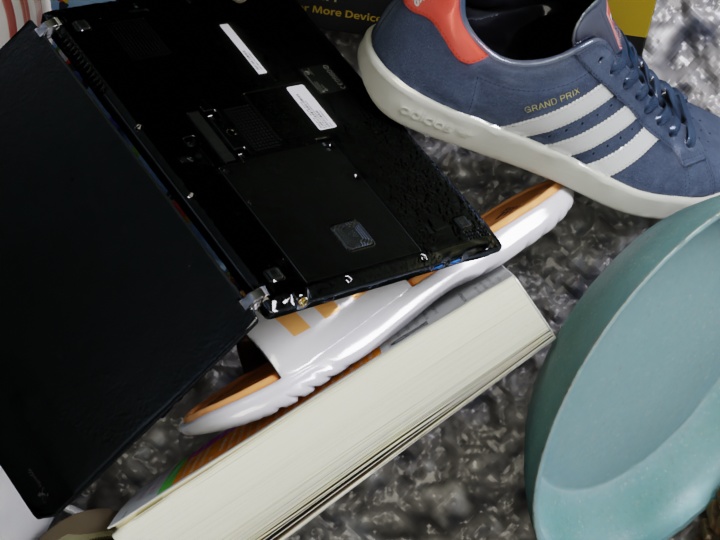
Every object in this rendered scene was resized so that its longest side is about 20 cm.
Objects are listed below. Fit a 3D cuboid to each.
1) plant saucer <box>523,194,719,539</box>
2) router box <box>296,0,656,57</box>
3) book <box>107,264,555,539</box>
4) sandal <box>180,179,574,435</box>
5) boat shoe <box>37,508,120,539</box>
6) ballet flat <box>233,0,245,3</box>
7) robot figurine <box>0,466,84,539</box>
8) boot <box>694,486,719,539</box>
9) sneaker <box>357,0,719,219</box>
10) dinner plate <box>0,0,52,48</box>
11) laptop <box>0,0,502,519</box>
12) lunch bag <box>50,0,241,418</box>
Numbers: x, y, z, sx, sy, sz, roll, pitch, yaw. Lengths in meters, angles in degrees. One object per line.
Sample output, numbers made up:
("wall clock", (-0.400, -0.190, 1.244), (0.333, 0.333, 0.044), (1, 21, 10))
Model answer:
("plant saucer", (0.136, 0.042, 0.885), (0.036, 0.200, 0.200), (38, 91, 34))
("router box", (0.041, -0.174, 0.883), (0.199, 0.158, 0.052), (8, 46, 1))
("book", (-0.013, 0.063, 0.894), (0.200, 0.134, 0.048), (-35, 96, 2))
("sandal", (-0.002, 0.001, 0.870), (0.206, 0.079, 0.059), (-34, 95, -19))
("boat shoe", (-0.159, 0.197, 0.900), (0.200, 0.072, 0.068), (-52, 47, 23))
("ballet flat", (0.013, -0.155, 0.819), (0.199, 0.069, 0.070), (-13, 91, 30))
("robot figurine", (-0.220, 0.089, 0.906), (0.199, 0.113, 0.171), (-6, 103, 1))
("boot", (0.201, 0.165, 0.923), (0.107, 0.075, 0.201), (15, 106, -3))
("sneaker", (0.102, -0.085, 0.871), (0.199, 0.075, 0.085), (13, 128, -27))
("dinner plate", (-0.225, -0.089, 0.920), (0.199, 0.024, 0.201), (-6, 73, 21))
("laptop", (-0.079, -0.018, 0.832), (0.177, 0.199, 0.104), (51, 136, 26))
("lunch bag", (-0.118, -0.057, 0.927), (0.200, 0.094, 0.151), (44, 90, 14))
